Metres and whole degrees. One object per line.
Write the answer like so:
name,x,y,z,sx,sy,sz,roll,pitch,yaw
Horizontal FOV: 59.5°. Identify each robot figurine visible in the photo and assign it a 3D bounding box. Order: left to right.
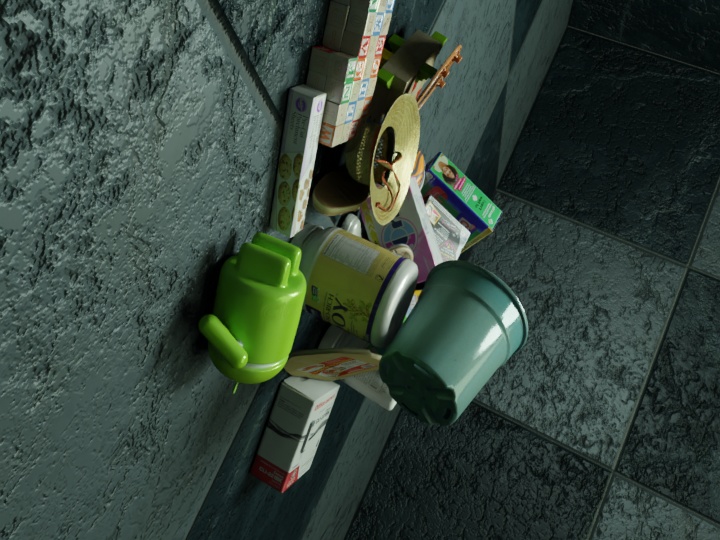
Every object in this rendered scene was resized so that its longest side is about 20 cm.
robot figurine,-0.137,0.059,0.830,0.176,0.113,0.205,-61,169,-66

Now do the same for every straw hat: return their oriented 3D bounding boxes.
straw hat,0.021,-0.182,0.998,0.201,0.083,0.206,-48,147,-46

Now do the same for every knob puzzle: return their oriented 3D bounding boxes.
knob puzzle,-0.059,0.166,1.188,0.221,0.212,0.031,72,14,-67

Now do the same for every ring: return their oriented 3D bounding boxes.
ring,0.117,-0.301,1.097,0.202,0.019,0.200,-52,-178,3

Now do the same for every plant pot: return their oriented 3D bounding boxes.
plant pot,0.139,0.125,1.011,0.196,0.197,0.203,-46,155,-35

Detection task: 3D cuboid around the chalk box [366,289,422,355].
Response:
chalk box,0.100,0.122,1.266,0.195,0.127,0.125,-3,152,-31

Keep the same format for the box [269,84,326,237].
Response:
box,-0.087,-0.145,0.859,0.039,0.041,0.205,-43,152,-55

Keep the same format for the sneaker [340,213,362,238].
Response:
sneaker,0.007,-0.010,1.233,0.074,0.113,0.204,-48,155,-42

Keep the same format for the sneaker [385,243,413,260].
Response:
sneaker,0.000,0.000,1.154,0.198,0.109,0.070,-36,123,6

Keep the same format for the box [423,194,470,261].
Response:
box,0.119,-0.054,1.365,0.116,0.131,0.199,-57,-163,-24

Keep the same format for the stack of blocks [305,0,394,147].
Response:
stack of blocks,-0.019,-0.284,0.860,0.115,0.057,0.205,-40,149,-59

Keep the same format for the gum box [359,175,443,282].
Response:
gum box,0.076,-0.074,1.209,0.066,0.111,0.206,-27,99,-68

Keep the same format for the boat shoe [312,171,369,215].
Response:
boat shoe,-0.025,-0.122,1.046,0.065,0.071,0.199,-50,172,33

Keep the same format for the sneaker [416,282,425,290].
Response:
sneaker,0.059,0.029,1.335,0.082,0.193,0.075,110,-18,-60

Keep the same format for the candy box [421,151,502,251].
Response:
candy box,0.197,-0.143,1.442,0.078,0.199,0.169,-54,-172,-33

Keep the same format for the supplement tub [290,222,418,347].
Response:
supplement tub,-0.019,0.019,1.021,0.147,0.196,0.147,-57,162,-31

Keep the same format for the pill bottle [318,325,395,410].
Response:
pill bottle,0.008,0.199,1.353,0.116,0.197,0.115,-55,166,-21

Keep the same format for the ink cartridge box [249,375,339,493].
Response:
ink cartridge box,-0.130,0.318,1.278,0.205,0.082,0.144,-71,164,10

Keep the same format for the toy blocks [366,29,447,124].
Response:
toy blocks,0.070,-0.316,1.094,0.201,0.098,0.138,-54,172,-39

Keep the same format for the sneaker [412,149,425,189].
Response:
sneaker,0.077,-0.178,1.304,0.204,0.076,0.112,-65,166,-10
